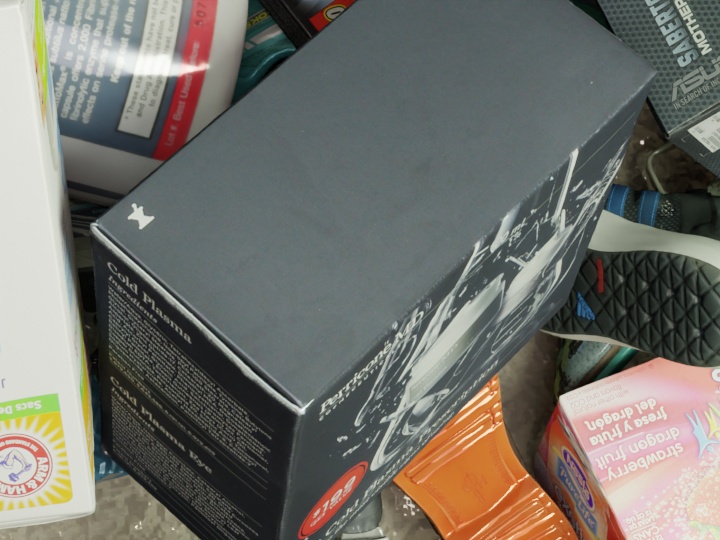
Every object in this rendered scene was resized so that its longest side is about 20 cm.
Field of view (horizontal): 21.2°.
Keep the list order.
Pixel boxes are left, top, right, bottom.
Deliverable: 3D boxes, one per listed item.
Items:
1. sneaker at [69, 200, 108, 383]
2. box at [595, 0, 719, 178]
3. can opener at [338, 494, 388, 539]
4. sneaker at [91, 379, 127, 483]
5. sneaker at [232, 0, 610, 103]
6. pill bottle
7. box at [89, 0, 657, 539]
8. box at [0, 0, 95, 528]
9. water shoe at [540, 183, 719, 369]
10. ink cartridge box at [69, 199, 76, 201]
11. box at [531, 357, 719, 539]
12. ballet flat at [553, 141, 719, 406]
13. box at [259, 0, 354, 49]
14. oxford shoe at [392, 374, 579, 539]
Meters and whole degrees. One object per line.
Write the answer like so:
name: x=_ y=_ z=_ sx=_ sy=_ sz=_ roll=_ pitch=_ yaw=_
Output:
sneaker: x=-0.173 y=0.008 z=0.823 sx=0.199 sy=0.086 sz=0.078 roll=-1 pitch=124 yaw=-9
box: x=0.143 y=-0.112 z=0.822 sx=0.051 sy=0.200 sz=0.158 roll=-30 pitch=71 yaw=17
can opener: x=-0.016 y=0.111 z=0.908 sx=0.052 sy=0.066 sz=0.201 roll=-5 pitch=95 yaw=13
sneaker: x=-0.146 y=0.069 z=0.870 sx=0.199 sy=0.081 sz=0.077 roll=-22 pitch=101 yaw=-29
sneaker: x=0.027 y=-0.099 z=0.875 sx=0.199 sy=0.078 sz=0.080 roll=1 pitch=67 yaw=-4
pill bottle: x=-0.156 y=-0.100 z=0.786 sx=0.199 sy=0.120 sz=0.120 roll=14 pitch=95 yaw=-18
box: x=0.000 y=0.000 z=0.752 sx=0.104 sy=0.182 sz=0.200 roll=39 pitch=64 yaw=16
box: x=-0.157 y=-0.016 z=0.697 sx=0.101 sy=0.113 sz=0.201 roll=-6 pitch=117 yaw=-6
water shoe: x=0.126 y=-0.005 z=0.872 sx=0.079 sy=0.200 sz=0.072 roll=-16 pitch=116 yaw=-32
ink cartridge box: x=-0.211 y=-0.076 z=0.858 sx=0.199 sy=0.047 sz=0.161 roll=-17 pitch=101 yaw=-27
box: x=0.194 y=0.082 z=0.915 sx=0.199 sy=0.103 sz=0.095 roll=-20 pitch=68 yaw=-12
ballet flat: x=0.151 y=-0.019 z=0.937 sx=0.200 sy=0.074 sz=0.074 roll=-43 pitch=105 yaw=-6
box: x=-0.026 y=-0.184 z=0.839 sx=0.110 sy=0.035 sz=0.200 roll=-37 pitch=81 yaw=-9
oxford shoe: x=0.035 y=0.075 z=0.909 sx=0.071 sy=0.073 sz=0.201 roll=-28 pitch=107 yaw=-6
